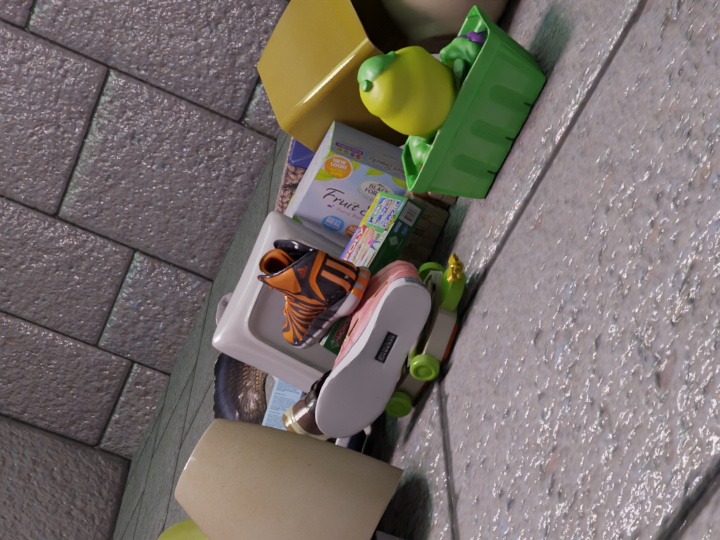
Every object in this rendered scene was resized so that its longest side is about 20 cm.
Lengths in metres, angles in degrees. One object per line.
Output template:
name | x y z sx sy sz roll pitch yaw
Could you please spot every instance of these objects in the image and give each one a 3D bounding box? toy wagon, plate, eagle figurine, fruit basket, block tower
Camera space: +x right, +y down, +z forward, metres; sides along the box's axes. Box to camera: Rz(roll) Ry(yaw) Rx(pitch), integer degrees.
toy wagon | 0.074 0.063 1.328 0.157 0.039 0.201 -83 19 -46
plate | -0.065 0.049 1.539 0.202 0.197 0.032 -67 12 -18
eagle figurine | -0.135 0.139 1.698 0.152 0.149 0.202 -92 6 -53
fruit basket | 0.084 -0.196 1.343 0.156 0.213 0.218 -95 30 -64
block tower | 0.089 -0.098 1.492 0.058 0.053 0.202 -107 40 -69

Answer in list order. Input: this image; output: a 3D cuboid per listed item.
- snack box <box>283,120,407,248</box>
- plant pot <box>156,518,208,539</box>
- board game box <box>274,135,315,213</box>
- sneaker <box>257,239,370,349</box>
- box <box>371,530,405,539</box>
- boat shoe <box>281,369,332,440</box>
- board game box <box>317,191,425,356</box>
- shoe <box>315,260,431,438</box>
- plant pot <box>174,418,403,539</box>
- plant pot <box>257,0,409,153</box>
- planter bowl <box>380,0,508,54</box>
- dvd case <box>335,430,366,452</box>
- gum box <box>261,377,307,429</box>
snack box | -0.003 -0.083 1.593 0.068 0.166 0.201 -84 19 -45
plant pot | -0.146 0.375 1.497 0.199 0.186 0.189 -37 31 43
board game box | -0.043 -0.091 1.723 0.098 0.157 0.202 -81 6 -45
sneaker | -0.073 0.019 1.374 0.200 0.111 0.078 -44 21 55
box | -0.001 0.373 1.113 0.159 0.048 0.202 -98 31 -68
boat shoe | -0.021 0.154 1.424 0.065 0.073 0.200 -43 -5 26
board game box | 0.000 0.000 1.452 0.202 0.029 0.134 -60 17 -1
shoe | 0.012 0.085 1.314 0.202 0.071 0.091 -60 13 14
plant pot | -0.084 0.242 1.223 0.189 0.198 0.187 -62 -6 -10
plant pot | -0.021 -0.259 1.593 0.176 0.199 0.202 -39 50 20
planter bowl | 0.114 -0.364 1.568 0.200 0.197 0.137 163 101 -74
dvd case | -0.036 0.274 1.379 0.143 0.017 0.203 74 -146 -74
gum box | -0.080 0.180 1.614 0.170 0.044 0.203 68 -143 -66
